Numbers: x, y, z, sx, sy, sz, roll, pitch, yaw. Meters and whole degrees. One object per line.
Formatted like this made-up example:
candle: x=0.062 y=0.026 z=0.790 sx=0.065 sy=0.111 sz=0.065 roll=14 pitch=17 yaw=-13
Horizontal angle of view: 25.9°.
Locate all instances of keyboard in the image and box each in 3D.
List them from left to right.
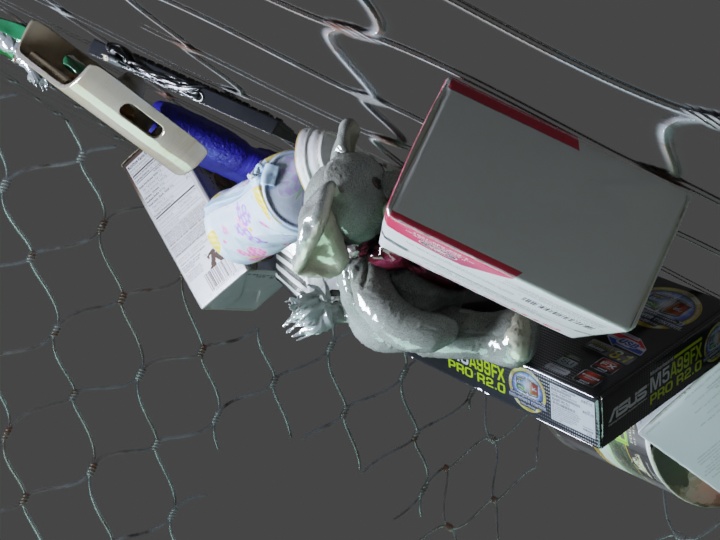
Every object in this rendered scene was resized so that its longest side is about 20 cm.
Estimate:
keyboard: x=-0.155 y=-0.163 z=1.386 sx=0.198 sy=0.021 sz=0.127 roll=24 pitch=-177 yaw=17

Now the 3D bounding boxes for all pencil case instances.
pencil case: x=-0.092 y=-0.061 z=1.562 sx=0.090 sy=0.084 sz=0.200 roll=7 pitch=168 yaw=-20

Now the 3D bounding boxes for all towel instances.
towel: x=-0.136 y=-0.127 z=1.680 sx=0.198 sy=0.050 sz=0.147 roll=25 pitch=175 yaw=-17

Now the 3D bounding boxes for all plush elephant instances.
plush elephant: x=0.023 y=-0.028 z=1.131 sx=0.197 sy=0.166 sz=0.156 roll=-7 pitch=129 yaw=13

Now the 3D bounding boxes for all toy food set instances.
toy food set: x=-0.234 y=-0.172 z=1.486 sx=0.143 sy=0.061 sz=0.200 roll=37 pitch=179 yaw=-33

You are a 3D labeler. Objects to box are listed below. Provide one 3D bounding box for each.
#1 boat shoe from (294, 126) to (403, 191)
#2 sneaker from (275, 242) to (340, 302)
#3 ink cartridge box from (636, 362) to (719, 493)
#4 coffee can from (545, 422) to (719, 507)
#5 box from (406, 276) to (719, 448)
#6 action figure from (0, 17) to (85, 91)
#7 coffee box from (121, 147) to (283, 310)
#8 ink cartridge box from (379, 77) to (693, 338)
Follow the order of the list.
boat shoe: x=0.022 y=-0.060 z=1.304 sx=0.069 sy=0.072 sz=0.200 roll=-9 pitch=147 yaw=35
sneaker: x=0.000 y=0.000 z=1.723 sx=0.198 sy=0.117 sz=0.076 roll=8 pitch=-178 yaw=14
ink cartridge box: x=0.323 y=0.132 z=1.258 sx=0.199 sy=0.109 sz=0.051 roll=35 pitch=-155 yaw=-22
coffee can: x=0.265 y=0.112 z=1.391 sx=0.145 sy=0.148 sz=0.200 roll=26 pitch=177 yaw=-23
box: x=0.154 y=0.045 z=1.182 sx=0.159 sy=0.045 sz=0.199 roll=-28 pitch=-144 yaw=-34
action figure: x=-0.340 y=-0.223 z=1.689 sx=0.198 sy=0.055 sz=0.118 roll=30 pitch=180 yaw=-5
coffee box: x=-0.171 y=-0.059 z=1.779 sx=0.201 sy=0.080 sz=0.113 roll=59 pitch=-158 yaw=18
ink cartridge box: x=0.091 y=-0.028 z=0.900 sx=0.143 sy=0.085 sz=0.200 roll=26 pitch=177 yaw=1
